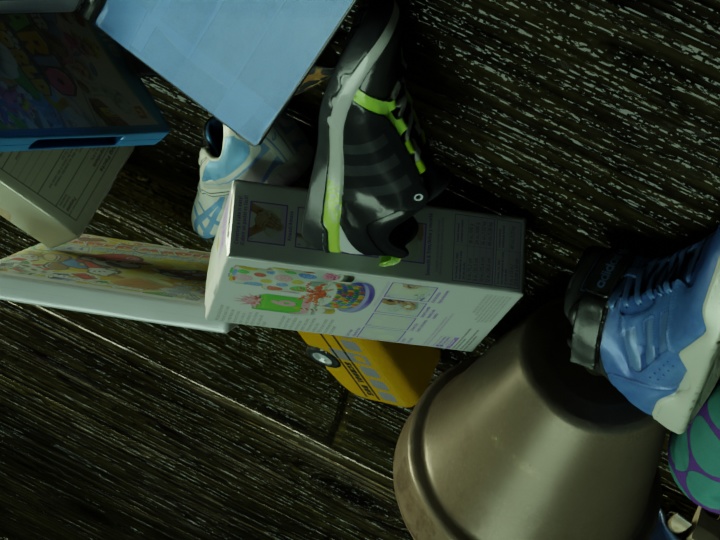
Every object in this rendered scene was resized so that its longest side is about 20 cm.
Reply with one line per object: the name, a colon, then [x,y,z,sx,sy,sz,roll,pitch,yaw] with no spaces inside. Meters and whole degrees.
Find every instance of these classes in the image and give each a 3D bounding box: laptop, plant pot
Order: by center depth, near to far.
laptop: [-0.116,-0.159,0.903,0.188,0.199,0.117,-52,59,41]
plant pot: [0.136,0.112,1.235,0.199,0.201,0.175,25,141,4]

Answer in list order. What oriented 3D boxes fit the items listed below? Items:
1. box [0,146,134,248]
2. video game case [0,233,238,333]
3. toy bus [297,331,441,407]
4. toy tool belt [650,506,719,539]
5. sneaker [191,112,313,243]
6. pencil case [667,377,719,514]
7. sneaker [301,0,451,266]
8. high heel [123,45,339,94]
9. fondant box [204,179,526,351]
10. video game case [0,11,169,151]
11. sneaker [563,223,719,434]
box: [-0.280,-0.111,1.315,0.199,0.095,0.078,37,158,-20]
video game case: [-0.169,0.006,1.346,0.198,0.023,0.182,8,-168,11]
toy bus: [-0.011,0.027,1.342,0.078,0.065,0.200,12,153,32]
toy tool belt: [0.265,0.254,1.449,0.198,0.126,0.123,25,166,4]
sneaker: [-0.085,-0.072,1.226,0.073,0.072,0.200,54,158,1]
pencil case: [0.272,0.101,1.157,0.092,0.085,0.200,33,159,5]
sneaker: [0.019,-0.080,1.046,0.082,0.072,0.201,16,141,3]
high heel: [-0.093,-0.175,1.016,0.141,0.072,0.201,7,151,20]
fondant box: [0.000,0.000,1.190,0.198,0.059,0.144,6,161,-9]
video game case: [-0.201,-0.135,1.030,0.144,0.018,0.200,58,-157,9]
sneaker: [0.181,0.013,1.078,0.111,0.077,0.201,32,150,16]
